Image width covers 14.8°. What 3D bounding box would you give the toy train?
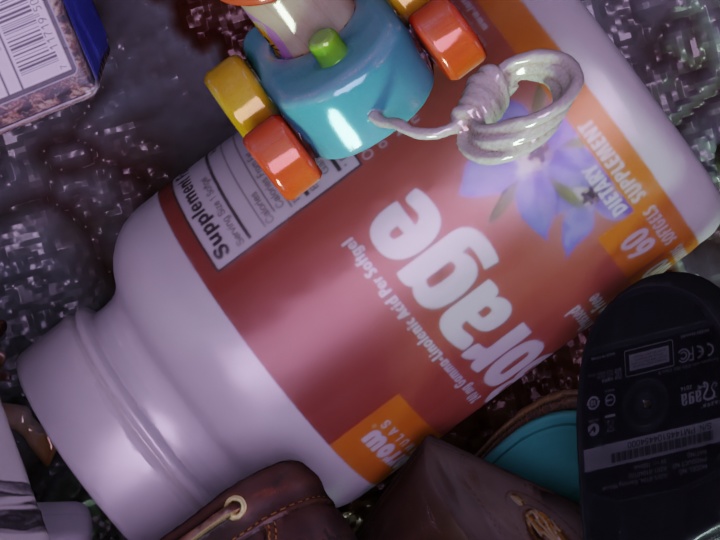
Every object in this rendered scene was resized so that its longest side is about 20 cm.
[{"bbox_3d":[0.026,-0.108,0.785,0.150,0.200,0.056,-14,127,35],"label":"toy train"}]

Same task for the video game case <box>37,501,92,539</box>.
[{"bbox_3d":[-0.184,0.154,0.862,0.200,0.024,0.182,-1,121,-9],"label":"video game case"}]

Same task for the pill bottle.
[{"bbox_3d":[0.000,0.000,0.836,0.200,0.112,0.112,-37,100,5],"label":"pill bottle"}]

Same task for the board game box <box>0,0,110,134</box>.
[{"bbox_3d":[-0.196,-0.093,0.815,0.200,0.097,0.159,-22,101,1],"label":"board game box"}]

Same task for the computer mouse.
[{"bbox_3d":[0.090,0.096,0.760,0.059,0.034,0.200,-13,66,34],"label":"computer mouse"}]

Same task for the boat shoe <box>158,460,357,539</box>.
[{"bbox_3d":[-0.076,0.122,0.811,0.200,0.070,0.070,-31,78,24],"label":"boat shoe"}]

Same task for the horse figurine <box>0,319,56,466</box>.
[{"bbox_3d":[-0.179,0.084,0.874,0.133,0.050,0.200,24,104,-9],"label":"horse figurine"}]

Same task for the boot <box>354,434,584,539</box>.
[{"bbox_3d":[0.026,0.170,0.812,0.200,0.064,0.186,-46,75,24],"label":"boot"}]

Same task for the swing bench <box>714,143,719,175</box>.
[{"bbox_3d":[0.168,0.073,0.815,0.130,0.199,0.200,8,101,-5],"label":"swing bench"}]

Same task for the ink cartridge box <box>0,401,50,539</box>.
[{"bbox_3d":[-0.165,0.083,0.736,0.146,0.086,0.200,-6,61,-34],"label":"ink cartridge box"}]

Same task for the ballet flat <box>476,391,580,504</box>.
[{"bbox_3d":[0.050,0.120,0.873,0.068,0.072,0.200,26,111,22],"label":"ballet flat"}]
